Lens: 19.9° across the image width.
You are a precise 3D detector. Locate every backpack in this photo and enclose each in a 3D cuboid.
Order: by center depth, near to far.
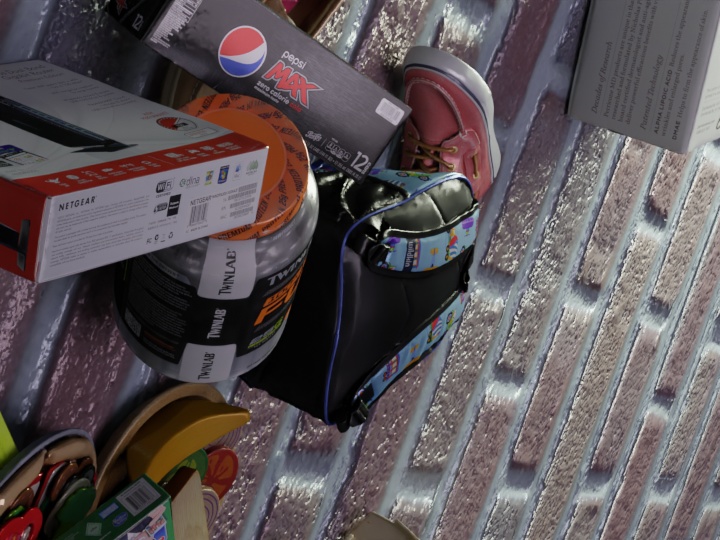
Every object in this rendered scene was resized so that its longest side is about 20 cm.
[{"bbox_3d":[0.000,0.000,1.566,0.200,0.134,0.183,-30,133,-50],"label":"backpack"}]

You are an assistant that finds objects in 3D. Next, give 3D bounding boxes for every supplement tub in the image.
[{"bbox_3d":[-0.094,-0.020,1.329,0.123,0.122,0.200,-53,171,-29],"label":"supplement tub"}]

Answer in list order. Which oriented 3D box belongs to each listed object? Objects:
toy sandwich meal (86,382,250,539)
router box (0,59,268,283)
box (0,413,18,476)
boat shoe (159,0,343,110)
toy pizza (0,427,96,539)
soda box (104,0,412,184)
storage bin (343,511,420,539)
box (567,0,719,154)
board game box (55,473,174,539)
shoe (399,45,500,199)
[{"bbox_3d":[-0.138,0.179,1.508,0.205,0.070,0.206,-41,142,-43],"label":"toy sandwich meal"},{"bbox_3d":[-0.181,-0.061,1.145,0.200,0.179,0.049,-20,126,-57],"label":"router box"},{"bbox_3d":[-0.294,0.137,1.220,0.200,0.048,0.122,-53,148,-31],"label":"box"},{"bbox_3d":[-0.064,-0.162,1.408,0.200,0.069,0.074,-58,151,-21],"label":"boat shoe"},{"bbox_3d":[-0.227,0.195,1.347,0.200,0.032,0.200,-55,164,-23],"label":"toy pizza"},{"bbox_3d":[-0.064,-0.136,1.331,0.200,0.071,0.063,32,95,-36],"label":"soda box"},{"bbox_3d":[0.066,0.344,1.868,0.094,0.198,0.200,-41,145,-14],"label":"storage bin"},{"bbox_3d":[0.315,-0.236,1.985,0.199,0.130,0.201,-22,128,-55],"label":"box"},{"bbox_3d":[-0.203,0.234,1.340,0.200,0.029,0.135,-36,150,-26],"label":"board game box"},{"bbox_3d":[0.065,-0.096,1.686,0.091,0.071,0.200,-65,158,-20],"label":"shoe"}]
